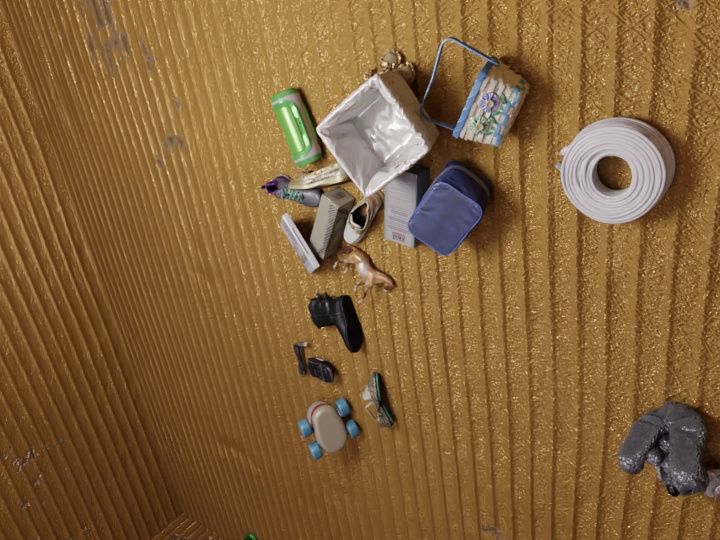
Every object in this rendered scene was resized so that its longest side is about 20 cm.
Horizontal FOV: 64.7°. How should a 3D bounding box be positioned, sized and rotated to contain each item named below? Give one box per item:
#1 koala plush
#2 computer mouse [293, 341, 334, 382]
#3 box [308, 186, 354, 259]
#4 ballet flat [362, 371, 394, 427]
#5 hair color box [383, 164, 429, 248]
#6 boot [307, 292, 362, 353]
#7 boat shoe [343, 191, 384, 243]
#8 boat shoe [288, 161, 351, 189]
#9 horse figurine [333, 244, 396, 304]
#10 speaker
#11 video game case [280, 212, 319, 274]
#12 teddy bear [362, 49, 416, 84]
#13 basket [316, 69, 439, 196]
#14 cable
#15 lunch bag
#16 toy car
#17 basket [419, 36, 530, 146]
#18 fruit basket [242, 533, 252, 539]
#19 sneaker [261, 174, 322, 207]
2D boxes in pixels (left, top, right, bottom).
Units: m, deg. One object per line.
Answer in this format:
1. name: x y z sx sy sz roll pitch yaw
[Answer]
1. koala plush: 0.688 0.409 1.224 0.176 0.184 0.201 -2 134 52
2. computer mouse: -0.158 0.315 2.004 0.199 0.046 0.142 1 109 48
3. box: -0.086 -0.136 1.644 0.068 0.082 0.201 37 135 19
4. ballet flat: 0.048 0.428 1.850 0.074 0.068 0.202 -17 107 8
5. hair color box: 0.116 -0.168 1.454 0.098 0.060 0.202 21 126 32
6. boot: -0.085 0.167 1.825 0.161 0.073 0.201 -7 101 42
7. boat shoe: -0.005 -0.141 1.574 0.075 0.068 0.201 45 136 13
8. boat shoe: -0.116 -0.264 1.599 0.197 0.073 0.064 -6 96 24
9. horse figurine: 0.000 0.000 1.661 0.132 0.050 0.201 -40 78 35
10. speaker: -0.176 -0.394 1.572 0.088 0.088 0.202 -9 107 44
11. video game case: -0.187 -0.077 1.738 0.183 0.024 0.200 58 170 -1
12. teddy bear: 0.058 -0.425 1.365 0.144 0.067 0.202 27 124 16
13. basket: 0.048 -0.312 1.285 0.197 0.161 0.201 -33 98 32
14. cable: 0.489 -0.191 1.094 0.201 0.069 0.200 52 137 6
15. lunch bag: 0.209 -0.145 1.335 0.135 0.133 0.200 36 134 -1
16. toy car: -0.132 0.546 2.054 0.179 0.183 0.200 67 165 -12
17. basket: 0.233 -0.363 1.175 0.198 0.139 0.178 29 132 14
18. fruit basket: -0.566 1.511 3.009 0.215 0.155 0.217 41 151 29
19. sneaker: -0.203 -0.224 1.692 0.198 0.087 0.075 22 127 32
